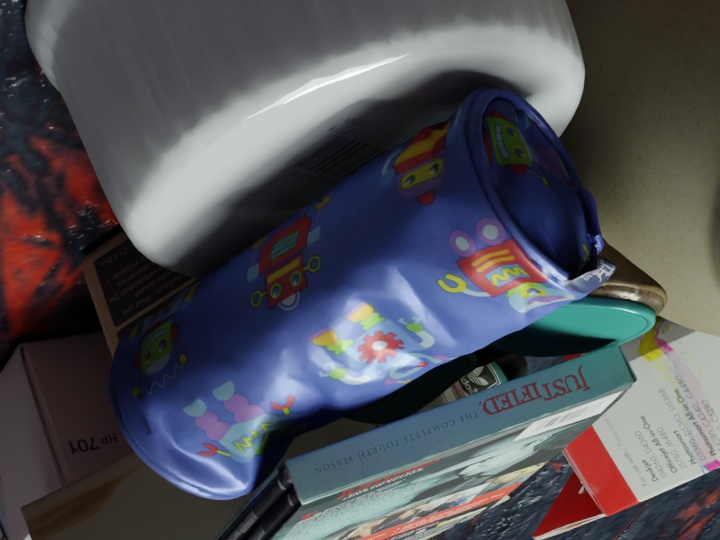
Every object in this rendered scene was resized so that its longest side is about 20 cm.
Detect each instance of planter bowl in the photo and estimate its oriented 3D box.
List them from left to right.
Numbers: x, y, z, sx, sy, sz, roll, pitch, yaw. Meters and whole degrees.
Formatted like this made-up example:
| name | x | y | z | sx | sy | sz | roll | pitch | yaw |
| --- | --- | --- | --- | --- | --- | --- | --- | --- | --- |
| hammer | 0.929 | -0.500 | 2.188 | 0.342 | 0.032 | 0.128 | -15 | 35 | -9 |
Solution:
| name | x | y | z | sx | sy | sz | roll | pitch | yaw |
| --- | --- | --- | --- | --- | --- | --- | --- | --- | --- |
| planter bowl | 0.172 | -0.050 | 1.072 | 0.200 | 0.135 | 0.201 | -10 | 124 | -15 |

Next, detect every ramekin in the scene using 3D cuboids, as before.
| name | x | y | z | sx | sy | sz | roll | pitch | yaw |
| --- | --- | --- | --- | --- | --- | --- | --- | --- | --- |
| ramekin | -0.014 | -0.078 | 1.003 | 0.200 | 0.098 | 0.201 | -18 | 159 | -7 |

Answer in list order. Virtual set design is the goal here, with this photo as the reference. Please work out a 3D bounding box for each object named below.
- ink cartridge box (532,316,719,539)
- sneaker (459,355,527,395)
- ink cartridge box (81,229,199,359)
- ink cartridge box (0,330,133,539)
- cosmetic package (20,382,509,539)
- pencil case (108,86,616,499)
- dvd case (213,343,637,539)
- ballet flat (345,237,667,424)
| name | x | y | z | sx | sy | sz | roll | pitch | yaw |
| --- | --- | --- | --- | --- | --- | --- | --- | --- | --- |
| ink cartridge box | 0.160 | 0.043 | 1.263 | 0.200 | 0.067 | 0.116 | -27 | -170 | 29 |
| sneaker | 0.031 | 0.068 | 1.426 | 0.080 | 0.071 | 0.200 | -35 | 176 | 20 |
| ink cartridge box | 0.000 | 0.000 | 1.244 | 0.165 | 0.075 | 0.200 | -31 | 157 | 28 |
| ink cartridge box | -0.125 | 0.106 | 1.372 | 0.146 | 0.086 | 0.200 | -8 | 154 | -30 |
| cosmetic package | -0.042 | 0.106 | 1.242 | 0.200 | 0.071 | 0.105 | -26 | 157 | 4 |
| pencil case | 0.001 | 0.012 | 0.988 | 0.200 | 0.078 | 0.087 | -32 | 134 | 31 |
| dvd case | 0.013 | 0.088 | 1.090 | 0.146 | 0.022 | 0.200 | -18 | 168 | -21 |
| ballet flat | 0.049 | 0.006 | 1.081 | 0.068 | 0.073 | 0.200 | 19 | 155 | -26 |
